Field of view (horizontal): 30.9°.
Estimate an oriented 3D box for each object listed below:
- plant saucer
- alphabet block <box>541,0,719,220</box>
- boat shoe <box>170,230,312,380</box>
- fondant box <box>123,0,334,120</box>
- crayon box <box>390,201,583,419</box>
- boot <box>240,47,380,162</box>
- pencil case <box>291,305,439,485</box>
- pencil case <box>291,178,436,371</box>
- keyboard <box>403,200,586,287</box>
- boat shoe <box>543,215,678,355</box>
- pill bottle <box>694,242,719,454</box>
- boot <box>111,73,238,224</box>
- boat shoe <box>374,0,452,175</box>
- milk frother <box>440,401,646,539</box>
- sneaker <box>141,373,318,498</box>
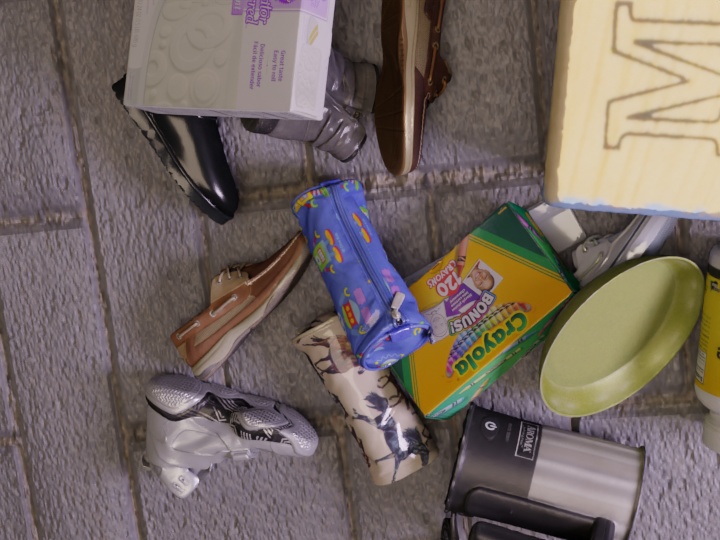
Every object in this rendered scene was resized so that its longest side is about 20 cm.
[{"bbox_3d":[0.251,0.059,1.279,0.200,0.200,0.031,-52,48,15],"label":"plant saucer"},{"bbox_3d":[0.273,-0.164,1.201,0.195,0.195,0.201,5,104,6],"label":"alphabet block"},{"bbox_3d":[-0.128,0.028,1.370,0.072,0.076,0.200,43,104,0],"label":"boat shoe"},{"bbox_3d":[-0.124,-0.220,1.226,0.199,0.058,0.145,6,90,30],"label":"fondant box"},{"bbox_3d":[0.117,0.043,1.305,0.200,0.058,0.119,-42,64,18],"label":"crayon box"},{"bbox_3d":[-0.037,-0.217,1.292,0.131,0.070,0.201,11,99,-32],"label":"boot"},{"bbox_3d":[0.006,0.134,1.369,0.078,0.089,0.201,-32,97,-14],"label":"pencil case"},{"bbox_3d":[0.000,0.000,1.297,0.078,0.087,0.201,-17,67,-21],"label":"pencil case"},{"bbox_3d":[0.134,-0.009,1.352,0.199,0.011,0.056,-30,101,15],"label":"keyboard"},{"bbox_3d":[0.240,-0.003,1.301,0.067,0.073,0.200,38,101,20],"label":"boat shoe"},{"bbox_3d":[0.388,0.078,1.274,0.112,0.112,0.201,5,103,8],"label":"pill bottle"},{"bbox_3d":[-0.141,-0.169,1.334,0.162,0.073,0.199,-35,96,9],"label":"boot"},{"bbox_3d":[0.060,-0.194,1.288,0.072,0.072,0.201,2,88,-23],"label":"boat shoe"},{"bbox_3d":[0.178,0.262,1.354,0.187,0.181,0.200,14,147,6],"label":"milk frother"},{"bbox_3d":[-0.147,0.192,1.410,0.199,0.075,0.116,17,105,11],"label":"sneaker"}]
